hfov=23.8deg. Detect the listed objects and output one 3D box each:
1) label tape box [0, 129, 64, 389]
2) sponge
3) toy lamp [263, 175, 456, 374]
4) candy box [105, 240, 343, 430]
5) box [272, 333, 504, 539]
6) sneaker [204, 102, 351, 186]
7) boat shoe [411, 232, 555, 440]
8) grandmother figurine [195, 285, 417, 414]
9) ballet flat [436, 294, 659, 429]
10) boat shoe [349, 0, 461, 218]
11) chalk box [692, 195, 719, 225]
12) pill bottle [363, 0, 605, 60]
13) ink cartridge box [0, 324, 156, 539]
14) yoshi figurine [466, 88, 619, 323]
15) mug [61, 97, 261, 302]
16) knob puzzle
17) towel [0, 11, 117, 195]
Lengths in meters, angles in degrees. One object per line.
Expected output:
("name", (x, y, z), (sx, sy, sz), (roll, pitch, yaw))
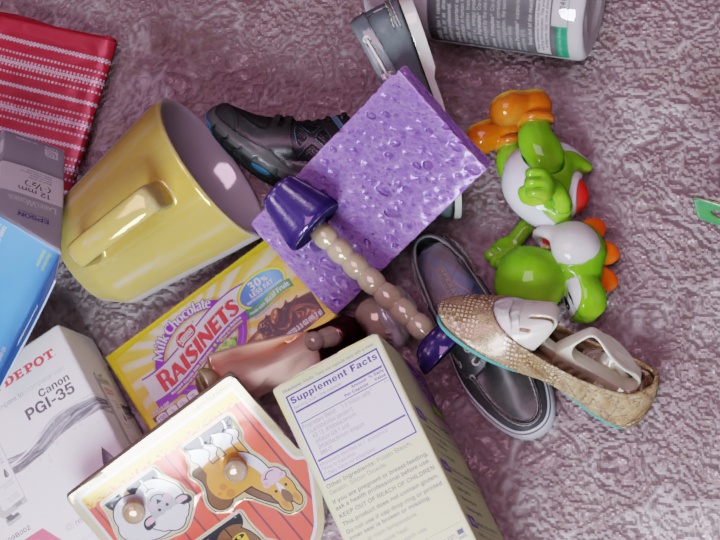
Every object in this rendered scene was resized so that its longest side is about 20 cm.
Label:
("label tape box", (-0.313, -0.007, 1.489), (0.066, 0.200, 0.144), (20, 121, -20))
("sponge", (0.007, -0.066, 1.452), (0.112, 0.030, 0.200), (47, 116, 1))
("toy lamp", (0.000, 0.000, 1.424), (0.058, 0.058, 0.200), (-45, 84, 1))
("candy box", (-0.123, 0.061, 1.527), (0.200, 0.026, 0.102), (-37, 68, 4))
("box", (0.033, 0.174, 1.380), (0.096, 0.176, 0.201), (-28, 72, 6))
("sneaker", (-0.044, -0.107, 1.527), (0.199, 0.073, 0.082), (27, 82, 8))
("boat shoe", (0.098, 0.055, 1.454), (0.068, 0.057, 0.200), (-33, 71, 5))
("grandmother figurine", (-0.041, 0.066, 1.460), (0.199, 0.121, 0.061), (-23, 89, -15))
("ballet flat", (0.159, 0.059, 1.393), (0.199, 0.065, 0.071), (26, 39, -14))
("boat shoe", (0.042, -0.135, 1.474), (0.061, 0.073, 0.201), (-15, 108, 1))
("chalk box", (0.368, -0.033, 1.370), (0.199, 0.124, 0.124), (3, 78, 16))
("pill bottle", (0.109, -0.252, 1.494), (0.199, 0.113, 0.114), (10, 80, 16))
("ink cartridge box", (-0.269, 0.172, 1.508), (0.146, 0.083, 0.200), (-33, 72, 6))
("yoshi figurine", (0.141, -0.044, 1.448), (0.112, 0.112, 0.201), (-26, 74, 24))
("mug", (-0.197, -0.055, 1.500), (0.153, 0.186, 0.150), (-35, 60, 14))
("knob puzzle", (-0.117, 0.213, 1.427), (0.218, 0.030, 0.221), (-2, 108, -7))
("towel", (-0.321, -0.143, 1.629), (0.144, 0.022, 0.201), (14, 83, 15))
